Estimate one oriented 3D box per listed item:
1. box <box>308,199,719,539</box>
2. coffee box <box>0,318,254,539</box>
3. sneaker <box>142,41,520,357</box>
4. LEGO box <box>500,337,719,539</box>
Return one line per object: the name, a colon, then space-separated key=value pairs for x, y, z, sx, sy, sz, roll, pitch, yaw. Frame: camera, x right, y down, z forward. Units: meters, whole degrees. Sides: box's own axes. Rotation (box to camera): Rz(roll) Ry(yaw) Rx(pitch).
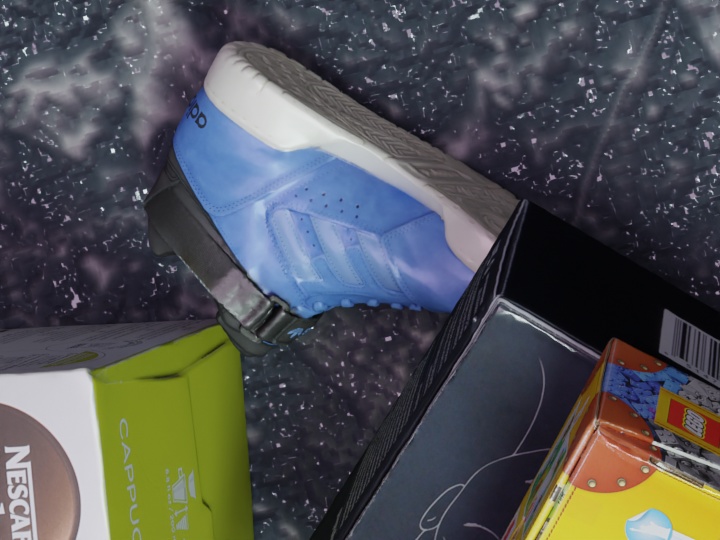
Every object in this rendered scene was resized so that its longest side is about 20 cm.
box: x=0.095 y=0.115 z=1.169 sx=0.200 sy=0.124 sz=0.197 roll=31 pitch=111 yaw=-3
coffee box: x=-0.161 y=0.132 z=1.232 sx=0.197 sy=0.200 sz=0.201 roll=-4 pitch=94 yaw=14
sneaker: x=0.000 y=0.000 z=1.248 sx=0.200 sy=0.077 sz=0.111 roll=32 pitch=109 yaw=1
LEGO box: x=0.110 y=0.151 z=1.073 sx=0.149 sy=0.077 sz=0.200 roll=27 pitch=114 yaw=-1
